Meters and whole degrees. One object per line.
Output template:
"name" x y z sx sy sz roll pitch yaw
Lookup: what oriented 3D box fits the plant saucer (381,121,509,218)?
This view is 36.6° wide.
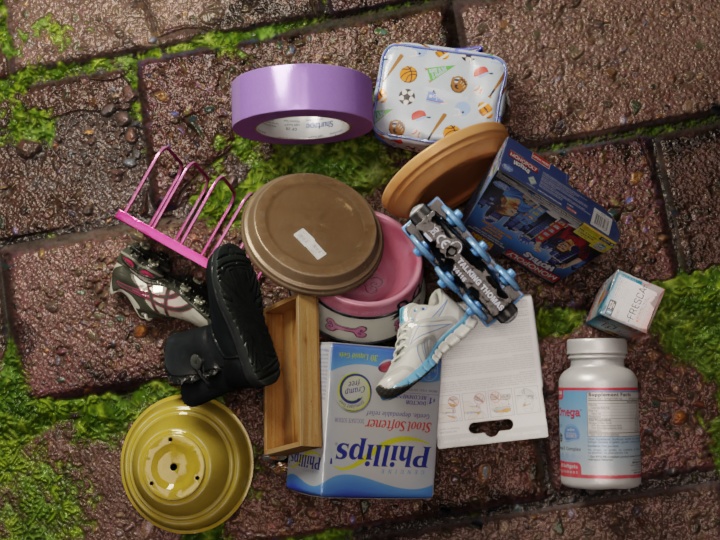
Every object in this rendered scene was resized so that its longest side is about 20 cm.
"plant saucer" 0.123 -0.129 1.499 0.199 0.200 0.038 -31 72 1

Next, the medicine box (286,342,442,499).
"medicine box" 0.006 0.204 1.483 0.181 0.103 0.202 7 83 -30

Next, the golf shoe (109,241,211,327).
"golf shoe" -0.276 0.042 1.593 0.199 0.077 0.088 35 108 10

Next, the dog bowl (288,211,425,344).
"dog bowl" 0.000 0.000 1.516 0.199 0.074 0.201 4 55 -6

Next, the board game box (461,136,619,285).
"board game box" 0.223 -0.068 1.512 0.199 0.200 0.062 31 57 -14

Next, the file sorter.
"file sorter" -0.218 -0.071 1.557 0.199 0.139 0.126 29 86 7

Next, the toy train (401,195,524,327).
"toy train" 0.140 -0.010 1.478 0.087 0.114 0.200 -42 88 5

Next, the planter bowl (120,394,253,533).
"planter bowl" -0.257 0.277 1.550 0.199 0.083 0.202 -1 84 6

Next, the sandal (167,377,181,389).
"sandal" -0.187 0.119 1.574 0.199 0.082 0.055 -20 63 10

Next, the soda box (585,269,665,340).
"soda box" 0.352 0.050 1.461 0.068 0.200 0.064 23 86 8

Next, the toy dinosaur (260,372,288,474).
"toy dinosaur" -0.072 0.193 1.554 0.136 0.102 0.200 44 67 -6

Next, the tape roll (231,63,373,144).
"tape roll" -0.081 -0.231 1.530 0.199 0.200 0.066 -3 84 5

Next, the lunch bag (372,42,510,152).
"lunch bag" 0.119 -0.250 1.579 0.199 0.076 0.161 10 83 7

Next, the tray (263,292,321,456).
"tray" -0.091 0.140 1.447 0.037 0.098 0.201 8 71 -33

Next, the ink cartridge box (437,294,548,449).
"ink cartridge box" 0.174 0.142 1.545 0.161 0.057 0.202 -7 87 4

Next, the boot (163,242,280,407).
"boot" -0.206 0.078 1.465 0.167 0.076 0.201 -16 93 36

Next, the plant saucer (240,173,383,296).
"plant saucer" -0.062 -0.056 1.472 0.199 0.030 0.201 7 56 -11

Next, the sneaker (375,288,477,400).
"sneaker" 0.069 0.094 1.439 0.087 0.075 0.200 50 47 -2

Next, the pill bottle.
"pill bottle" 0.327 0.195 1.494 0.108 0.109 0.202 -1 83 5
